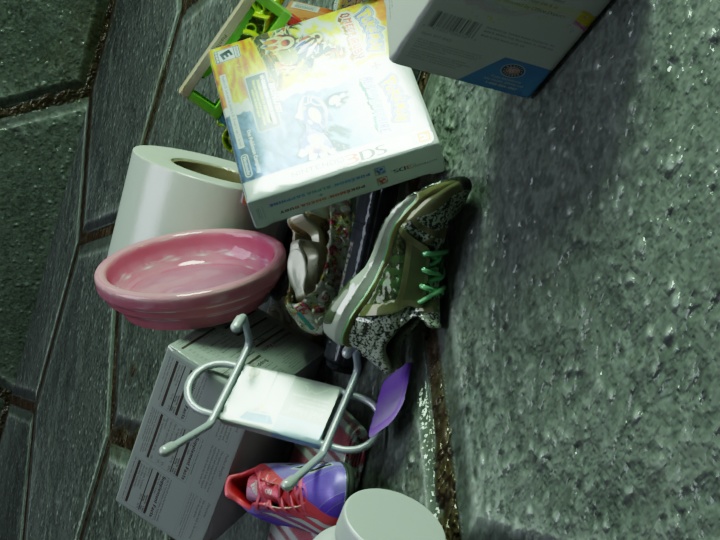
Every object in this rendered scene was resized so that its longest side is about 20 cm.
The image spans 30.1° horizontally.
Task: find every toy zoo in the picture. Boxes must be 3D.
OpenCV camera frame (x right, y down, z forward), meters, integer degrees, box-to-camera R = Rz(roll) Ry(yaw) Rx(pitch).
[{"bbox_3d":[-0.064,-0.175,1.346,0.131,0.200,0.020,-53,18,12],"label":"toy zoo"}]

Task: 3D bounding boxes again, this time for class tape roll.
[{"bbox_3d":[-0.188,-0.054,1.585,0.203,0.202,0.140,-137,62,-66],"label":"tape roll"}]

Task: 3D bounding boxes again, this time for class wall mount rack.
[{"bbox_3d":[-0.085,0.127,1.207,0.075,0.199,0.174,82,-154,-49],"label":"wall mount rack"}]

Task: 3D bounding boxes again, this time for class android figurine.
[{"bbox_3d":[-0.117,-0.221,1.442,0.200,0.041,0.183,-75,-2,-75],"label":"android figurine"}]

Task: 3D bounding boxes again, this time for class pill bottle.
[{"bbox_3d":[-0.007,0.279,1.071,0.113,0.113,0.201,-114,40,-57],"label":"pill bottle"}]

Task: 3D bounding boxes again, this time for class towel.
[{"bbox_3d":[-0.044,0.227,1.318,0.146,0.030,0.201,-148,74,-67],"label":"towel"}]

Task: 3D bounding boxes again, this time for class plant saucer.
[{"bbox_3d":[-0.175,0.011,1.397,0.201,0.200,0.051,-131,33,-64],"label":"plant saucer"}]

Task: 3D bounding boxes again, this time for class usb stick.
[{"bbox_3d":[0.000,0.000,1.309,0.055,0.032,0.201,-158,80,-68],"label":"usb stick"}]

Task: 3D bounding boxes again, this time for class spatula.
[{"bbox_3d":[0.027,0.055,1.227,0.057,0.020,0.201,-42,40,48],"label":"spatula"}]

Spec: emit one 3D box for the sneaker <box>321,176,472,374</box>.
[{"bbox_3d":[0.051,0.008,1.158,0.089,0.077,0.200,45,119,23],"label":"sneaker"}]

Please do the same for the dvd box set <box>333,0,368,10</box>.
[{"bbox_3d":[0.017,-0.276,1.411,0.200,0.029,0.147,-178,99,-68],"label":"dvd box set"}]

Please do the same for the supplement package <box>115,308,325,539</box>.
[{"bbox_3d":[-0.144,0.160,1.393,0.156,0.111,0.201,-33,-30,-59],"label":"supplement package"}]

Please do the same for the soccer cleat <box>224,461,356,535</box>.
[{"bbox_3d":[-0.065,0.208,1.241,0.200,0.073,0.068,160,122,-65],"label":"soccer cleat"}]

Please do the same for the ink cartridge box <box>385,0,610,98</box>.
[{"bbox_3d":[0.116,-0.249,1.007,0.200,0.128,0.126,130,145,-50],"label":"ink cartridge box"}]

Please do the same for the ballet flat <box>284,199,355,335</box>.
[{"bbox_3d":[-0.046,-0.028,1.384,0.075,0.064,0.201,-25,50,30],"label":"ballet flat"}]

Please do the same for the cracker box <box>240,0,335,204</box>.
[{"bbox_3d":[-0.076,-0.177,1.432,0.134,0.057,0.201,-81,3,-71],"label":"cracker box"}]

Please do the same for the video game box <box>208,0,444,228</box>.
[{"bbox_3d":[-0.035,-0.151,1.246,0.047,0.182,0.200,77,176,-55],"label":"video game box"}]

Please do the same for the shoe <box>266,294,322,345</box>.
[{"bbox_3d":[-0.086,0.081,1.456,0.200,0.053,0.070,-63,27,29],"label":"shoe"}]
